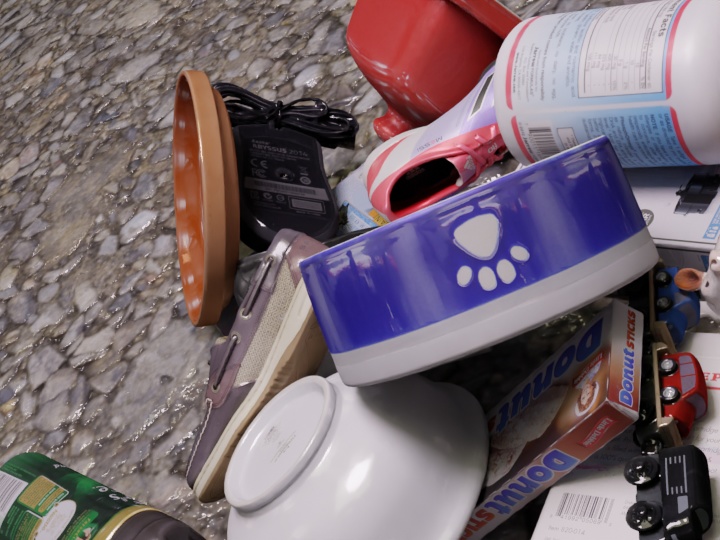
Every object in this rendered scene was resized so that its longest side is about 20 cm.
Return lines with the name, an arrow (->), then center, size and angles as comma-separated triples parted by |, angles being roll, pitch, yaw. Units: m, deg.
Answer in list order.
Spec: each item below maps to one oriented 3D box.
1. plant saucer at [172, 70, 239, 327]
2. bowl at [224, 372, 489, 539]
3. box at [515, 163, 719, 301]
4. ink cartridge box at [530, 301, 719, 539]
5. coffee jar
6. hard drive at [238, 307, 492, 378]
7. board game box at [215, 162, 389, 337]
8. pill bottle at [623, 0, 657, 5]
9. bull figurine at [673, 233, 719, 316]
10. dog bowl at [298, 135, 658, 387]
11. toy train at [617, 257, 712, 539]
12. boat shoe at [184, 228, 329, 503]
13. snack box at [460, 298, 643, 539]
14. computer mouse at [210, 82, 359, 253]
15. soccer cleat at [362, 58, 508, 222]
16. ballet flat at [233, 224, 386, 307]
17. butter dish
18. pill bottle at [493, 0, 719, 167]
plant saucer -> -0.123, -0.057, 0.947 | 0.032, 0.201, 0.201 | -3, 34, -15
bowl -> -0.021, 0.130, 0.749 | 0.201, 0.090, 0.202 | -40, 23, 21
box -> 0.198, -0.043, 0.842 | 0.199, 0.060, 0.117 | 9, 55, 44
ink cartridge box -> 0.181, 0.114, 0.678 | 0.117, 0.067, 0.201 | 1, 50, 38
coffee jar -> -0.182, 0.198, 0.838 | 0.199, 0.104, 0.086 | 12, 59, 44
hard drive -> -0.002, 0.031, 0.877 | 0.199, 0.027, 0.132 | -18, 42, 19
board game box -> -0.014, 0.017, 0.957 | 0.199, 0.041, 0.200 | -38, 37, -4
pill bottle -> 0.312, -0.262, 0.948 | 0.200, 0.115, 0.114 | -43, 37, -11
bull figurine -> 0.262, -0.042, 0.692 | 0.199, 0.122, 0.065 | -9, 21, -34
dog bowl -> 0.067, -0.006, 0.702 | 0.199, 0.079, 0.200 | -23, 1, 1
toy train -> 0.167, 0.066, 0.654 | 0.046, 0.034, 0.201 | -14, 41, 22
boat shoe -> -0.071, 0.064, 0.812 | 0.065, 0.072, 0.201 | 35, 108, 24
snack box -> 0.098, 0.099, 0.703 | 0.200, 0.024, 0.072 | -52, 17, 46
computer mouse -> -0.065, -0.071, 0.987 | 0.201, 0.138, 0.053 | -96, 23, -47
soccer cleat -> 0.092, -0.103, 0.911 | 0.199, 0.068, 0.073 | -32, 30, 11
ballet flat -> 0.000, 0.000, 0.858 | 0.199, 0.057, 0.066 | -12, 0, 25
butter dish -> 0.064, -0.168, 1.011 | 0.148, 0.199, 0.199 | -56, 34, 10
pill bottle -> 0.197, -0.123, 0.790 | 0.199, 0.109, 0.109 | 2, 50, 39
